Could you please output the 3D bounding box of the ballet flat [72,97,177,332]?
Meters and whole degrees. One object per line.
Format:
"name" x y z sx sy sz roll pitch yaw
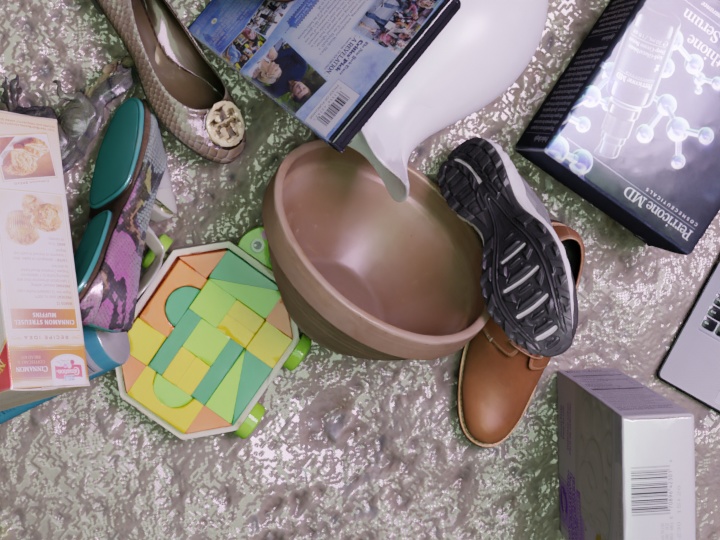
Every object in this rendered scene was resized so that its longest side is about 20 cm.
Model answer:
"ballet flat" -0.181 -0.039 1.036 0.071 0.069 0.202 33 51 -34

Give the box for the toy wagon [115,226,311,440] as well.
"toy wagon" -0.115 0.036 1.083 0.155 0.040 0.201 35 91 -8

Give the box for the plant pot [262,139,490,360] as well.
"plant pot" 0.000 0.000 1.043 0.200 0.201 0.093 35 129 -8

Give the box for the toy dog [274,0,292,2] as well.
"toy dog" -0.062 -0.306 0.987 0.192 0.140 0.202 -8 71 14

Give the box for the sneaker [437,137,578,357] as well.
"sneaker" 0.129 -0.018 1.039 0.074 0.201 0.079 -36 140 23

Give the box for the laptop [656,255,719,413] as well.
"laptop" 0.386 0.052 1.098 0.186 0.116 0.201 29 92 -7

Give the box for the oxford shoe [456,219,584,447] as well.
"oxford shoe" 0.132 0.055 1.096 0.071 0.071 0.202 18 95 -9

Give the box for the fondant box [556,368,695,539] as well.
"fondant box" 0.206 0.166 1.046 0.058 0.200 0.146 -2 95 -4

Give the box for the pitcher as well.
"pitcher" 0.036 -0.179 1.043 0.171 0.121 0.200 38 79 20

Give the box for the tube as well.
"tube" -0.280 0.086 1.055 0.198 0.050 0.078 -22 92 15

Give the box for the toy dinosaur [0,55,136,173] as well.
"toy dinosaur" -0.253 -0.099 1.044 0.088 0.047 0.201 25 81 14

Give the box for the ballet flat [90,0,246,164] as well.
"ballet flat" -0.151 -0.175 1.048 0.067 0.046 0.201 -37 96 -44

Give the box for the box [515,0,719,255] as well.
"box" 0.247 -0.139 1.071 0.148 0.107 0.201 33 92 -8

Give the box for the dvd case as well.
"dvd case" -0.032 -0.194 1.017 0.143 0.018 0.200 -50 53 0

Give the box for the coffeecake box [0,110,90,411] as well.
"coffeecake box" -0.286 0.002 0.981 0.153 0.073 0.202 -17 78 38
